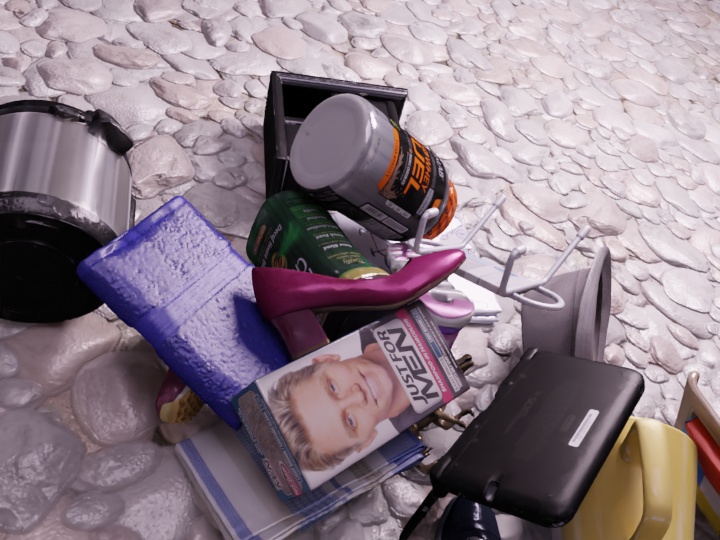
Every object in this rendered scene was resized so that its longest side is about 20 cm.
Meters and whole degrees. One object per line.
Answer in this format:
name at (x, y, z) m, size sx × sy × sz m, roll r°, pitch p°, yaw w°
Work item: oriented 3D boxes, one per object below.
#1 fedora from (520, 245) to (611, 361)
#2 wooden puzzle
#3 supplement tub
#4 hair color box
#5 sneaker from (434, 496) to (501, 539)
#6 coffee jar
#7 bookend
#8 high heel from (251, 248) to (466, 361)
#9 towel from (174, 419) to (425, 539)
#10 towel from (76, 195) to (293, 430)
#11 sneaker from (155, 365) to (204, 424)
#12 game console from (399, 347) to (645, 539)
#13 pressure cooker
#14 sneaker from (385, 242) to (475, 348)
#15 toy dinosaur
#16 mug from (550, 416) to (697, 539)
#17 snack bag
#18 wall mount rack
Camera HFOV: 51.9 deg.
fedora at (0.236, 0.067, 0.862) m, size 0.090 × 0.177 × 0.200 m, roll 4°, pitch 51°, yaw 23°
wooden puzzle at (0.365, 0.224, 0.741) m, size 0.037 × 0.185 × 0.200 m, roll -21°, pitch 54°, yaw 3°
supplement tub at (0.023, -0.110, 0.872) m, size 0.200 × 0.122 × 0.123 m, roll 27°, pitch 31°, yaw -47°
hair color box at (-0.003, 0.110, 0.659) m, size 0.200 × 0.061 × 0.100 m, roll -24°, pitch 80°, yaw -38°
sneaker at (0.111, 0.267, 0.634) m, size 0.070 × 0.109 × 0.200 m, roll 17°, pitch 44°, yaw -6°
coffee jar at (-0.040, 0.006, 0.812) m, size 0.085 × 0.104 × 0.200 m, roll -5°, pitch 41°, yaw -44°
bookend at (-0.027, -0.166, 0.995) m, size 0.198 × 0.092 × 0.200 m, roll 5°, pitch 45°, yaw -13°
high heel at (0.000, 0.000, 0.697) m, size 0.200 × 0.067 × 0.096 m, roll -26°, pitch 84°, yaw -15°
towel at (-0.057, 0.171, 0.690) m, size 0.200 × 0.024 × 0.147 m, roll -23°, pitch 44°, yaw -29°
towel at (-0.148, 0.036, 0.687) m, size 0.200 × 0.050 × 0.148 m, roll 46°, pitch 40°, yaw -3°
sneaker at (-0.175, 0.068, 0.742) m, size 0.090 × 0.075 × 0.200 m, roll 24°, pitch 35°, yaw -1°
game console at (0.148, 0.173, 0.680) m, size 0.175 × 0.117 × 0.200 m, roll 9°, pitch 34°, yaw 37°
pressure cooker at (-0.317, -0.072, 0.742) m, size 0.175 × 0.179 × 0.200 m, roll 1°, pitch 48°, yaw -16°
sneaker at (0.067, 0.036, 0.841) m, size 0.080 × 0.089 × 0.200 m, roll 7°, pitch 26°, yaw -11°
toy dinosaur at (0.045, 0.160, 0.764) m, size 0.199 × 0.058 × 0.101 m, roll -23°, pitch 47°, yaw -19°
mug at (0.235, 0.229, 0.687) m, size 0.187 × 0.149 × 0.154 m, roll 47°, pitch 41°, yaw -37°
snack bag at (0.065, -0.012, 0.946) m, size 0.199 × 0.021 × 0.189 m, roll 2°, pitch 48°, yaw -20°
wall mount rack at (0.159, -0.029, 0.831) m, size 0.200 × 0.075 × 0.173 m, roll 27°, pitch 24°, yaw 34°
